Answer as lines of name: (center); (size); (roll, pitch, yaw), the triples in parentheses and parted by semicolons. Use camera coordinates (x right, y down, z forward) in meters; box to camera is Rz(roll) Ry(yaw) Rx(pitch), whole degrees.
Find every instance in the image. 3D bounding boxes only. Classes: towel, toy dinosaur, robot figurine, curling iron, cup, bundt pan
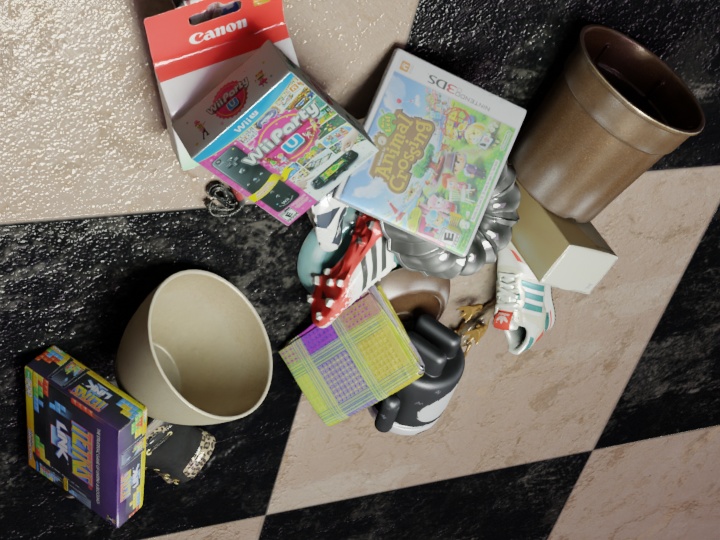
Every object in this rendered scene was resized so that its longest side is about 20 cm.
towel: (-0.011, 0.122, 1.849); (0.200, 0.144, 0.023); (-35, 175, 33)
toy dinosaur: (0.182, 0.072, 2.029); (0.200, 0.060, 0.106); (-44, 170, 8)
robot figurine: (0.080, 0.153, 1.918); (0.150, 0.125, 0.200); (-6, 143, -23)
curling iron: (-0.177, -0.136, 1.598); (0.050, 0.026, 0.200); (-25, 139, -13)
cup: (-0.234, 0.118, 1.719); (0.200, 0.201, 0.143); (17, 145, -42)
bundt pan: (0.126, -0.080, 1.710); (0.202, 0.076, 0.202); (-11, 111, -30)

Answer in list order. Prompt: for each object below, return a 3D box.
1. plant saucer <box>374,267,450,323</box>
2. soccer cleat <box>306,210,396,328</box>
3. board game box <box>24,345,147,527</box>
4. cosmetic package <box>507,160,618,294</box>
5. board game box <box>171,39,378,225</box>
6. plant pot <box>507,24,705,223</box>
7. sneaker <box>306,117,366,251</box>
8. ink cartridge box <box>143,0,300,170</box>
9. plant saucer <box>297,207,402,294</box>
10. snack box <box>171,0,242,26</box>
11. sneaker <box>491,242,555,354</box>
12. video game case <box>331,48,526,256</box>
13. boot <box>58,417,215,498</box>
plant saucer: (0.045, 0.067, 1.917); (0.200, 0.032, 0.200); (-20, 148, -13)
soccer cleat: (0.000, 0.000, 1.779); (0.085, 0.069, 0.200); (12, 119, -35)
board game box: (-0.359, 0.218, 1.738); (0.057, 0.165, 0.200); (-39, 151, -41)
cosmetic package: (0.249, -0.066, 1.803); (0.105, 0.200, 0.071); (11, 125, -40)
board game box: (-0.093, -0.150, 1.507); (0.148, 0.064, 0.200); (-40, 144, 11)
plant pot: (0.308, -0.182, 1.745); (0.200, 0.200, 0.198); (8, 135, -37)
sneaker: (-0.009, -0.114, 1.685); (0.129, 0.080, 0.199); (-15, 128, -6)
ink cartridge box: (-0.144, -0.216, 1.479); (0.161, 0.050, 0.200); (-22, 147, -13)
plant saucer: (0.010, -0.024, 1.832); (0.200, 0.027, 0.200); (-18, 137, -17)
snack box: (-0.159, -0.276, 1.469); (0.072, 0.024, 0.200); (-28, 140, -5)
sneaker: (0.230, 0.039, 1.956); (0.093, 0.070, 0.200); (-47, 137, -32)
video game case: (0.085, -0.143, 1.625); (0.182, 0.022, 0.200); (24, 87, -11)
boot: (-0.314, 0.269, 1.894); (0.200, 0.073, 0.151); (-44, 139, 6)
